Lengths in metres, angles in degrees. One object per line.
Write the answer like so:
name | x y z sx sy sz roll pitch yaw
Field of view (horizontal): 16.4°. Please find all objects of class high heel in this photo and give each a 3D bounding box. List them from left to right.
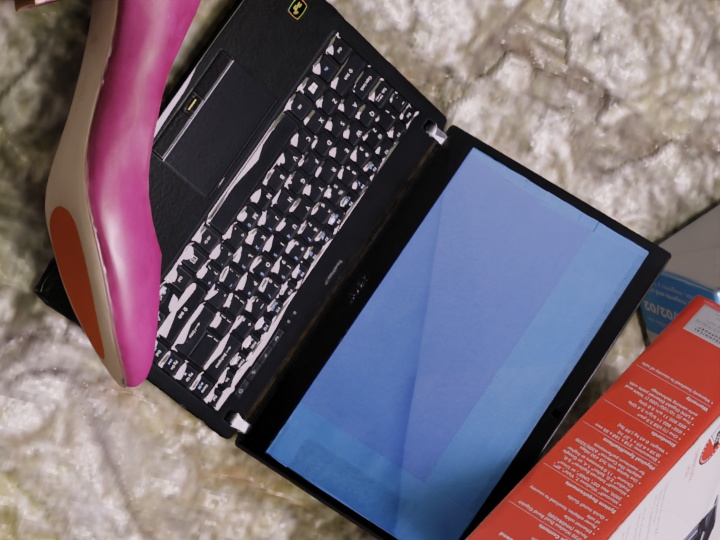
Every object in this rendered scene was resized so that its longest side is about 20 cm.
high heel | -0.078 -0.057 0.995 0.096 0.067 0.200 -13 104 -22

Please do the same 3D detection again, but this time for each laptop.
laptop | 0.000 0.000 1.056 0.200 0.103 0.177 42 78 -37

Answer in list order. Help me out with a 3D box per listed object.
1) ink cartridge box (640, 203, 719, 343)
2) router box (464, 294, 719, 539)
ink cartridge box | 0.217 0.062 1.256 0.115 0.068 0.200 -30 119 -25
router box | 0.116 0.137 1.149 0.179 0.049 0.200 -43 151 -31
